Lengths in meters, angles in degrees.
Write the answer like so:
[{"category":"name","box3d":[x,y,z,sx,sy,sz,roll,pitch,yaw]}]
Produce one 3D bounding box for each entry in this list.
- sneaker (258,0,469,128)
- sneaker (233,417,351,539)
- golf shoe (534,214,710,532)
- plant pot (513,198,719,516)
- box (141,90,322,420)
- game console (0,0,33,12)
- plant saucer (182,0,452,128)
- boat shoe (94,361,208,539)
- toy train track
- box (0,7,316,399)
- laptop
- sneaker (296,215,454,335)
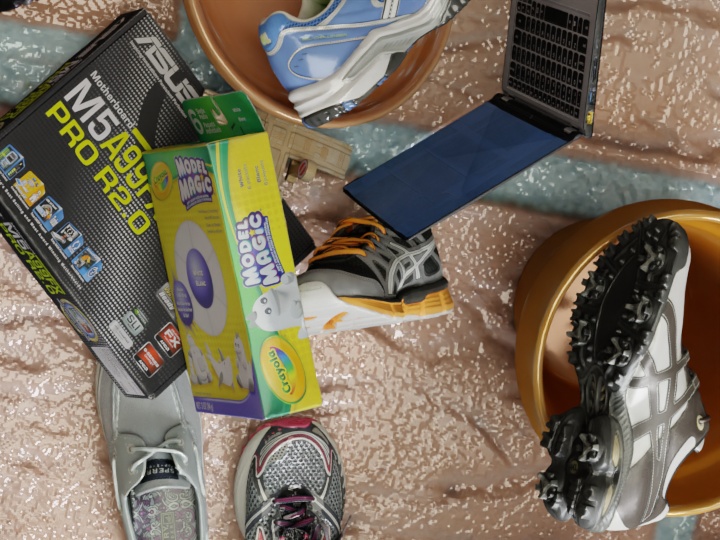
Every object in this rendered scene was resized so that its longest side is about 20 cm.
[{"category":"sneaker","box3d":[0.016,-0.178,1.615,0.077,0.076,0.200,51,59,-12]},{"category":"sneaker","box3d":[-0.042,0.199,1.751,0.080,0.075,0.202,-3,101,-13]},{"category":"golf shoe","box3d":[0.176,0.065,1.593,0.094,0.078,0.201,11,102,-32]},{"category":"plant pot","box3d":[0.186,0.041,1.715,0.199,0.183,0.202,-3,103,-12]},{"category":"box","box3d":[-0.084,-0.010,1.610,0.048,0.117,0.202,-12,94,-25]},{"category":"game console","box3d":[-0.294,-0.227,1.582,0.172,0.119,0.201,-31,106,-5]},{"category":"plant saucer","box3d":[-0.032,-0.189,1.655,0.199,0.037,0.202,5,81,-30]},{"category":"boat shoe","box3d":[-0.132,0.135,1.717,0.070,0.072,0.202,-10,101,-10]},{"category":"toy train track","box3d":[-0.038,-0.130,1.681,0.114,0.032,0.201,19,82,-26]},{"category":"box","box3d":[-0.146,-0.042,1.668,0.160,0.044,0.201,-42,108,-22]},{"category":"laptop","box3d":[0.072,-0.131,1.650,0.115,0.187,0.202,3,101,-14]},{"category":"sneaker","box3d":[0.000,0.000,1.677,0.078,0.200,0.078,-7,91,20]}]
